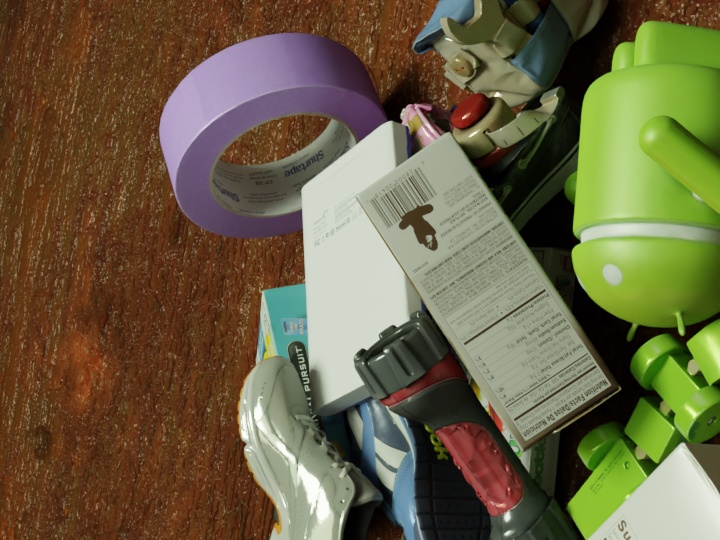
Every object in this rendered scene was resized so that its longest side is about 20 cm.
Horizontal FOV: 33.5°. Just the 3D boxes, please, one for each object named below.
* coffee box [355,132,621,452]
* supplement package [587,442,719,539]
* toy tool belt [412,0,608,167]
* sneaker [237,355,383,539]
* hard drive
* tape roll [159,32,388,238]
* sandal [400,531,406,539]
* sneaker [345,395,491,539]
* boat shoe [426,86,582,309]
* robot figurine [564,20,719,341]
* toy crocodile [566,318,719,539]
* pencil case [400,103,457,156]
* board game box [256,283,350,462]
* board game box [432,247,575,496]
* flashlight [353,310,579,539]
[{"bbox_3d":[0.086,0.013,0.823,0.079,0.114,0.201,-34,89,6],"label":"coffee box"},{"bbox_3d":[0.198,0.213,0.723,0.200,0.121,0.120,-55,45,29],"label":"supplement package"},{"bbox_3d":[0.090,-0.184,0.876,0.125,0.123,0.201,-18,35,49],"label":"toy tool belt"},{"bbox_3d":[-0.028,0.156,0.904,0.092,0.076,0.201,-23,72,26],"label":"sneaker"},{"bbox_3d":[0.000,0.000,0.949,0.132,0.025,0.201,-33,53,47],"label":"hard drive"},{"bbox_3d":[-0.075,-0.115,1.067,0.200,0.199,0.066,-47,50,35],"label":"tape roll"},{"bbox_3d":[0.089,0.235,0.911,0.199,0.054,0.081,11,92,51],"label":"sandal"},{"bbox_3d":[0.039,0.159,0.921,0.082,0.074,0.201,-52,38,31],"label":"sneaker"},{"bbox_3d":[0.093,-0.055,0.911,0.199,0.068,0.074,-43,37,21],"label":"boat shoe"},{"bbox_3d":[0.198,-0.055,0.774,0.175,0.115,0.202,144,133,-78],"label":"robot figurine"},{"bbox_3d":[0.202,0.110,0.796,0.068,0.061,0.201,55,129,43],"label":"toy crocodile"},{"bbox_3d":[0.030,-0.049,1.018,0.200,0.082,0.087,-54,33,31],"label":"pencil case"},{"bbox_3d":[-0.050,0.136,1.055,0.151,0.047,0.201,102,156,-60],"label":"board game box"},{"bbox_3d":[0.104,0.082,0.936,0.126,0.034,0.202,2,85,51],"label":"board game box"},{"bbox_3d":[0.074,0.126,0.829,0.201,0.067,0.068,57,178,-6],"label":"flashlight"}]
